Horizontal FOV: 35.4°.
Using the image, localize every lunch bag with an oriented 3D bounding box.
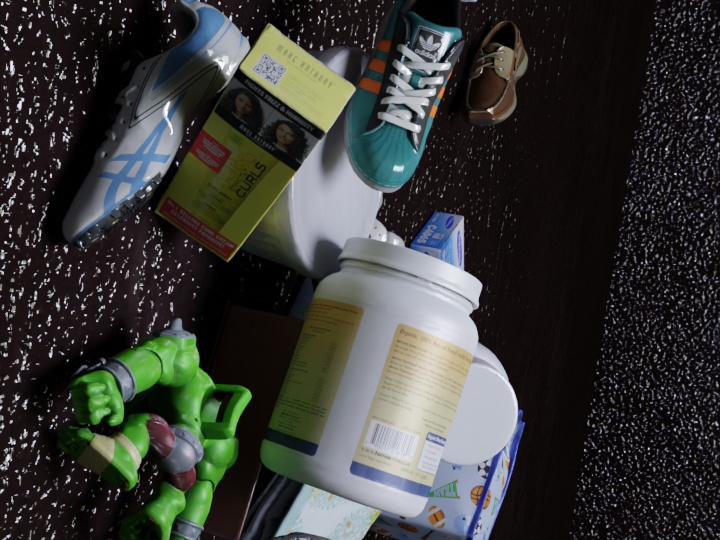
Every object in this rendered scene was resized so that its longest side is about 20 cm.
[{"bbox_3d":[0.102,0.245,1.426,0.124,0.169,0.201,72,35,-56],"label":"lunch bag"}]

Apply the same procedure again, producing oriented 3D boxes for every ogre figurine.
[{"bbox_3d":[-0.144,0.128,0.841,0.200,0.098,0.120,57,44,-22],"label":"ogre figurine"}]

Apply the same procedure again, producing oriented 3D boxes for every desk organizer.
[{"bbox_3d":[-0.100,0.136,0.992,0.072,0.077,0.201,47,57,-64],"label":"desk organizer"}]

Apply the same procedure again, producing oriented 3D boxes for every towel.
[{"bbox_3d":[-0.028,0.227,1.130,0.200,0.048,0.171,-55,146,10],"label":"towel"}]

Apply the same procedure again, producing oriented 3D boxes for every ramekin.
[{"bbox_3d":[-0.054,-0.096,0.977,0.202,0.094,0.203,10,90,-68],"label":"ramekin"}]

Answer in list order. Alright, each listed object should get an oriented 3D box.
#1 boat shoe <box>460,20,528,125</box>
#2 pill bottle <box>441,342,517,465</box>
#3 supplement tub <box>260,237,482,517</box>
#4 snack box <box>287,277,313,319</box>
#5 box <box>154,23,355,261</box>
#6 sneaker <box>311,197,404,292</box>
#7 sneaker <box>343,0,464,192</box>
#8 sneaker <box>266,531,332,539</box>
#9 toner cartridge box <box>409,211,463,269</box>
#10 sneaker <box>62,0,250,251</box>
[{"bbox_3d":[0.176,-0.269,1.518,0.200,0.075,0.074,-68,152,-47],"label":"boat shoe"},{"bbox_3d":[0.080,0.113,1.094,0.200,0.112,0.114,-138,-125,-78],"label":"pill bottle"},{"bbox_3d":[0.013,0.087,0.931,0.201,0.144,0.144,-71,157,-8],"label":"supplement tub"},{"bbox_3d":[-0.026,0.088,1.170,0.169,0.067,0.201,71,38,-54],"label":"snack box"},{"bbox_3d":[-0.081,-0.083,0.802,0.200,0.075,0.050,-43,-166,55],"label":"box"},{"bbox_3d":[0.000,0.000,1.059,0.074,0.088,0.201,68,13,-59],"label":"sneaker"},{"bbox_3d":[0.039,-0.162,0.919,0.080,0.071,0.201,133,-27,-60],"label":"sneaker"},{"bbox_3d":[-0.099,0.267,0.954,0.114,0.198,0.077,148,-64,-62],"label":"sneaker"},{"bbox_3d":[0.104,0.033,1.504,0.095,0.043,0.201,-53,146,-51],"label":"toner cartridge box"},{"bbox_3d":[-0.152,-0.102,0.784,0.201,0.072,0.072,-60,-167,-20],"label":"sneaker"}]
